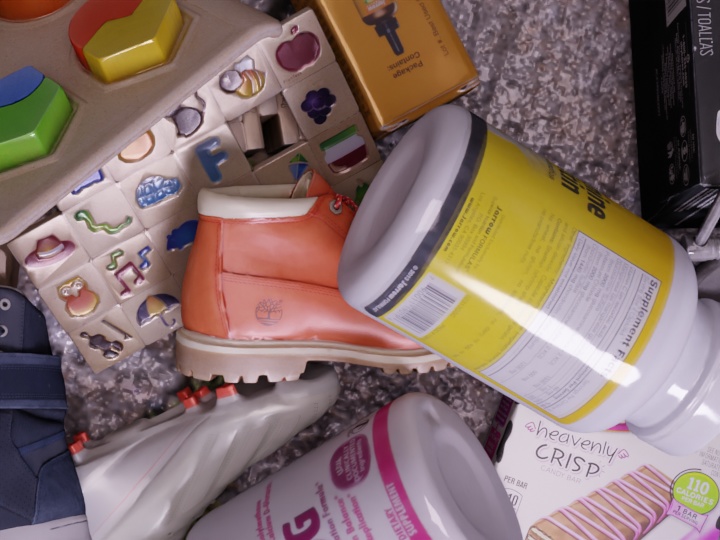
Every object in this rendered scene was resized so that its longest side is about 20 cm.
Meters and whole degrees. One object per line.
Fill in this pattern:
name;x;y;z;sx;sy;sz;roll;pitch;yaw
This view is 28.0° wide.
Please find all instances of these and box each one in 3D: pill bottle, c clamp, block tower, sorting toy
pill bottle;-0.023;0.159;0.763;0.199;0.113;0.114;-33;93;18
c clamp;0.259;-0.005;0.774;0.198;0.171;0.027;0;69;-9
block tower;-0.118;-0.079;0.787;0.198;0.054;0.058;-10;91;-13
sorting toy;-0.167;-0.110;0.726;0.200;0.037;0.185;-39;50;-25
pill bottle;0.096;0.012;0.723;0.199;0.112;0.113;30;89;-14

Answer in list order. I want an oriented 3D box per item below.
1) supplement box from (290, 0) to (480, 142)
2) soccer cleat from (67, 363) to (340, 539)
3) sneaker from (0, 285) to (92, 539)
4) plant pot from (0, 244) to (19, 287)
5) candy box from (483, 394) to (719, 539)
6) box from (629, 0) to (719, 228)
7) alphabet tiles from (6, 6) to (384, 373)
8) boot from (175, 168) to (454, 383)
supplement box;-0.011;-0.174;0.798;0.066;0.069;0.201;-27;91;-12
soccer cleat;-0.097;0.110;0.806;0.198;0.069;0.078;-23;97;5
sneaker;-0.217;0.079;0.697;0.076;0.202;0.148;-11;83;29
plant pot;-0.291;-0.009;0.776;0.199;0.093;0.203;0;92;-2
candy box;0.138;0.115;0.819;0.135;0.061;0.202;19;90;-3
box;0.259;-0.106;0.781;0.198;0.124;0.150;-1;82;-4
alphabet tiles;-0.081;-0.027;0.785;0.199;0.008;0.168;-29;126;-2
boot;0.000;0.000;0.779;0.198;0.075;0.108;-1;98;-23
